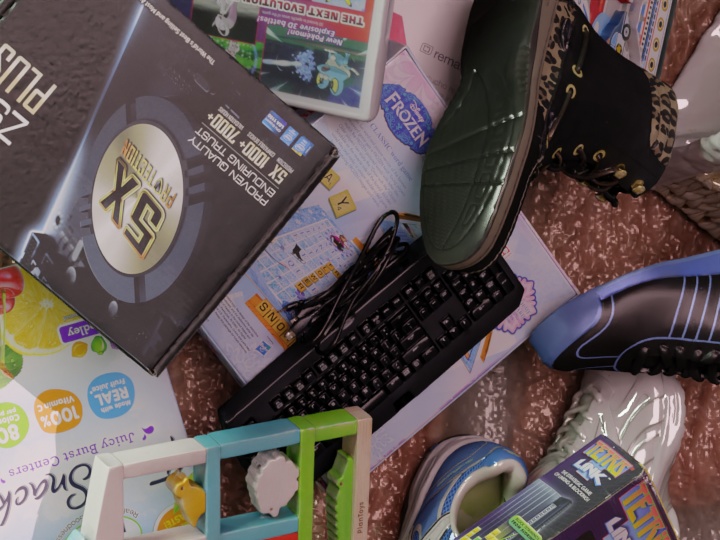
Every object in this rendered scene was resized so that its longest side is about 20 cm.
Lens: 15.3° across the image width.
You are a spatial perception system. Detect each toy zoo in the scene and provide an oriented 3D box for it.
[{"bbox_3d":[-0.087,0.156,1.540,0.200,0.020,0.131,-10,115,-27],"label":"toy zoo"}]

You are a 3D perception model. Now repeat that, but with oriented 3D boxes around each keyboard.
[{"bbox_3d":[0.004,0.046,1.569,0.200,0.040,0.104,-41,114,-8],"label":"keyboard"}]

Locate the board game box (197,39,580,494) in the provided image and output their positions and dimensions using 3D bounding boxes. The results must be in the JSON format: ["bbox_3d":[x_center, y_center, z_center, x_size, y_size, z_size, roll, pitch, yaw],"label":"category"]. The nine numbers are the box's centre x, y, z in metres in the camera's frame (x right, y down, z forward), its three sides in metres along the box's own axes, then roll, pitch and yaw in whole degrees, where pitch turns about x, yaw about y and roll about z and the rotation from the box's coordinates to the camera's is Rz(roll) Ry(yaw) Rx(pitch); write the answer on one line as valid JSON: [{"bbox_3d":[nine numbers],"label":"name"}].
[{"bbox_3d":[0.000,0.000,1.601,0.200,0.041,0.200,-39,113,-8],"label":"board game box"}]

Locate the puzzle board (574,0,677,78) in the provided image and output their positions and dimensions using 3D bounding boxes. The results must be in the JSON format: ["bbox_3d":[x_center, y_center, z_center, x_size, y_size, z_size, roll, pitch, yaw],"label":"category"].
[{"bbox_3d":[0.171,-0.204,1.707,0.151,0.017,0.200,23,78,-55],"label":"puzzle board"}]

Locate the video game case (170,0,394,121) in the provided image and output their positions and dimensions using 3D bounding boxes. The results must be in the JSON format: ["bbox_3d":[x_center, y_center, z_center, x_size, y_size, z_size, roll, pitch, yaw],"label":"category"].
[{"bbox_3d":[-0.073,-0.193,1.533,0.200,0.023,0.182,13,109,14],"label":"video game case"}]

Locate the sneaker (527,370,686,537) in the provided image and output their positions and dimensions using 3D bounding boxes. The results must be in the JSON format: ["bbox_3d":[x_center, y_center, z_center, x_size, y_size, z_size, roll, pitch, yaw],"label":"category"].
[{"bbox_3d":[0.147,0.119,1.675,0.099,0.078,0.200,2,81,-18],"label":"sneaker"}]

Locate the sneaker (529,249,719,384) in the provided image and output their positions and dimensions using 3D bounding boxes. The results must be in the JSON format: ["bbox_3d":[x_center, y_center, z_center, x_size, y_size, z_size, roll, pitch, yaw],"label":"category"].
[{"bbox_3d":[0.206,0.037,1.636,0.200,0.070,0.078,-17,67,-14],"label":"sneaker"}]

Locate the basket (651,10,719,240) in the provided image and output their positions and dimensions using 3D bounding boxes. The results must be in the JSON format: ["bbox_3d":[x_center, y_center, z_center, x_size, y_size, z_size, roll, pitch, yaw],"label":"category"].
[{"bbox_3d":[0.311,-0.105,1.709,0.161,0.198,0.200,40,69,-14],"label":"basket"}]

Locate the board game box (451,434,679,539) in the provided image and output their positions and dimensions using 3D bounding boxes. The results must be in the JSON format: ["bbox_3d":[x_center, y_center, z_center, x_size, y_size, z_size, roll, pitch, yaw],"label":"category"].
[{"bbox_3d":[0.125,0.223,1.598,0.165,0.057,0.200,-34,123,-13],"label":"board game box"}]

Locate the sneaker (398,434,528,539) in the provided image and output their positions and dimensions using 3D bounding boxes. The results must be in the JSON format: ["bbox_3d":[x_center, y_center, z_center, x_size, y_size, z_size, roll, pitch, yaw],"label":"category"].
[{"bbox_3d":[0.047,0.192,1.621,0.076,0.077,0.200,21,78,-20],"label":"sneaker"}]

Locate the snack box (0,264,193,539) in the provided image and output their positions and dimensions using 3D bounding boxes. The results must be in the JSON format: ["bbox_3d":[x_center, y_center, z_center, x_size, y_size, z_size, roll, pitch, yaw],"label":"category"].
[{"bbox_3d":[-0.177,0.094,1.557,0.142,0.053,0.200,-16,89,-24],"label":"snack box"}]

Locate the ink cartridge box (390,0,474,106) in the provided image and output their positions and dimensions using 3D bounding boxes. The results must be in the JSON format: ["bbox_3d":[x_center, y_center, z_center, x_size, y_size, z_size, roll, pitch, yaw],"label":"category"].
[{"bbox_3d":[0.046,-0.189,1.673,0.145,0.084,0.200,25,73,-18],"label":"ink cartridge box"}]

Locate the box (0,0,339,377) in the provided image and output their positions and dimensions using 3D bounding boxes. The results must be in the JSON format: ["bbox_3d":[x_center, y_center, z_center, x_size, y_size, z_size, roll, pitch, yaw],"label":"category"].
[{"bbox_3d":[-0.142,-0.069,1.475,0.200,0.086,0.164,42,85,-15],"label":"box"}]

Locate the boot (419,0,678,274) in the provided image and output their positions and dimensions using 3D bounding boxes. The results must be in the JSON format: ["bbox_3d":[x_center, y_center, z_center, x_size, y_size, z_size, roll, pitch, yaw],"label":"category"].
[{"bbox_3d":[0.118,-0.067,1.586,0.154,0.073,0.204,35,59,-39],"label":"boot"}]
